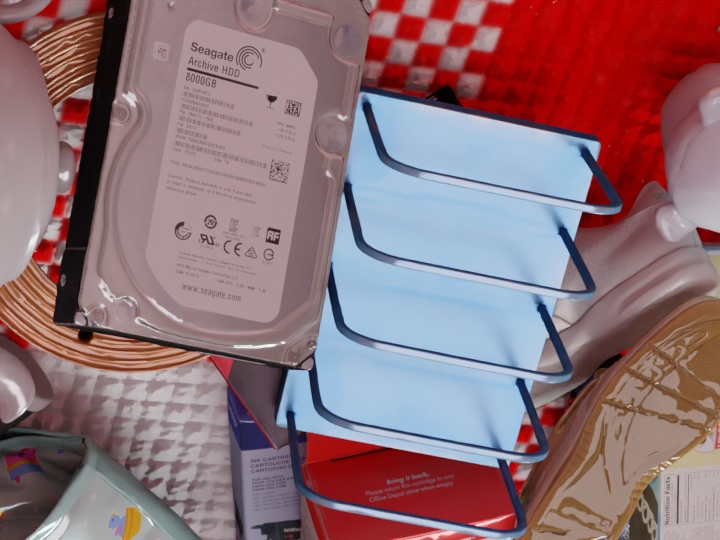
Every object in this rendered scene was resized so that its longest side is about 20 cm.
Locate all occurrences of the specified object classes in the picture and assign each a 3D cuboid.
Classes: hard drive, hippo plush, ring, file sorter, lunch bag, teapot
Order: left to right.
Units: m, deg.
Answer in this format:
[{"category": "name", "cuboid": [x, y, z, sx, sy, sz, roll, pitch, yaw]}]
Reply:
[{"category": "teapot", "cuboid": [-0.209, -0.060, 1.066, 0.145, 0.198, 0.200, 0, 139, -28]}, {"category": "lunch bag", "cuboid": [-0.192, 0.185, 1.299, 0.199, 0.122, 0.170, -29, 130, 13]}, {"category": "ring", "cuboid": [-0.121, -0.042, 1.172, 0.199, 0.019, 0.201, -4, 108, -11]}, {"category": "hard drive", "cuboid": [-0.073, -0.058, 1.122, 0.139, 0.038, 0.201, 13, 82, -29]}, {"category": "file sorter", "cuboid": [0.045, 0.025, 1.161, 0.138, 0.123, 0.201, 11, 109, -9]}, {"category": "hippo plush", "cuboid": [0.244, -0.039, 1.232, 0.160, 0.200, 0.160, 4, 122, -4]}]

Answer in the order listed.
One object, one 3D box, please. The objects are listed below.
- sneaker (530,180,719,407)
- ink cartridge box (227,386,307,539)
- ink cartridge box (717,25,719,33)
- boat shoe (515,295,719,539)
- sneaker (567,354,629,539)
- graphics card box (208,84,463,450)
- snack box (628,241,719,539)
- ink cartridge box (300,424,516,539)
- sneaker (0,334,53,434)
[{"category": "sneaker", "cuboid": [0.110, 0.020, 1.292, 0.200, 0.089, 0.075, -29, 154, 14]}, {"category": "ink cartridge box", "cuboid": [-0.020, 0.121, 1.359, 0.119, 0.042, 0.201, -10, 128, -11]}, {"category": "ink cartridge box", "cuboid": [0.331, -0.170, 1.240, 0.199, 0.045, 0.177, 15, 120, -27]}, {"category": "boat shoe", "cuboid": [0.150, 0.089, 1.272, 0.074, 0.069, 0.200, 31, 106, -19]}, {"category": "sneaker", "cuboid": [0.151, 0.127, 1.398, 0.078, 0.075, 0.201, -17, 129, -1]}, {"category": "graphics card box", "cuboid": [0.000, 0.000, 1.241, 0.200, 0.051, 0.126, -31, 112, 6]}, {"category": "snack box", "cuboid": [0.222, 0.083, 1.336, 0.116, 0.037, 0.201, -3, 97, -26]}, {"category": "ink cartridge box", "cuboid": [0.026, 0.162, 1.313, 0.116, 0.067, 0.200, -12, 143, -10]}, {"category": "sneaker", "cuboid": [-0.270, 0.055, 1.200, 0.099, 0.071, 0.200, -43, 132, 11]}]
